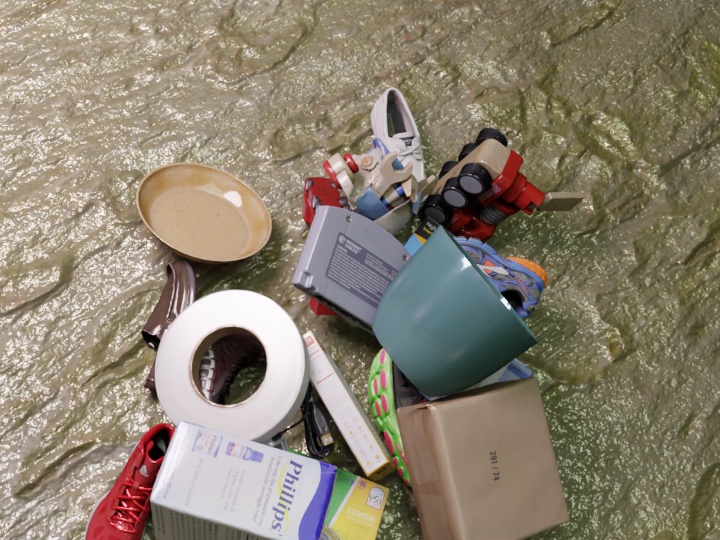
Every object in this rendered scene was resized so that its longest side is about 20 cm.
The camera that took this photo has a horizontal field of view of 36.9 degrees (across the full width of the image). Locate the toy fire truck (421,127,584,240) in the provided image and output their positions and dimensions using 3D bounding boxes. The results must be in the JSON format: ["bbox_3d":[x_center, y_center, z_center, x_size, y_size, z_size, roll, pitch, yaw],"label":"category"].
[{"bbox_3d":[0.223,-0.109,1.644,0.199,0.176,0.130,35,59,-10],"label":"toy fire truck"}]

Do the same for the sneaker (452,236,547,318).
[{"bbox_3d":[0.179,0.010,1.565,0.197,0.076,0.080,16,61,-8],"label":"sneaker"}]

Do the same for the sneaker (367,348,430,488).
[{"bbox_3d":[0.069,0.202,1.500,0.083,0.077,0.203,-16,83,-28],"label":"sneaker"}]

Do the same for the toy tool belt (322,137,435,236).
[{"bbox_3d":[0.034,-0.137,1.567,0.122,0.200,0.126,-35,58,5],"label":"toy tool belt"}]

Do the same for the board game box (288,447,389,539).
[{"bbox_3d":[-0.061,0.354,1.402,0.151,0.040,0.202,22,60,-5],"label":"board game box"}]

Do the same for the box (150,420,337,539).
[{"bbox_3d":[-0.140,0.285,1.288,0.197,0.185,0.106,17,59,1],"label":"box"}]

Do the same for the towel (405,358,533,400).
[{"bbox_3d":[0.130,0.145,1.534,0.199,0.024,0.148,36,90,3],"label":"towel"}]

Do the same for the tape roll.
[{"bbox_3d":[-0.164,0.125,1.377,0.199,0.037,0.207,-2,72,8],"label":"tape roll"}]

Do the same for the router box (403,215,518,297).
[{"bbox_3d":[0.135,0.035,1.609,0.199,0.051,0.150,37,59,3],"label":"router box"}]

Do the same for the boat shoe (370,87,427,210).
[{"bbox_3d":[0.067,-0.193,1.693,0.071,0.066,0.203,-2,65,-18],"label":"boat shoe"}]

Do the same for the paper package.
[{"bbox_3d":[0.163,0.259,1.434,0.188,0.103,0.204,-11,86,-30],"label":"paper package"}]

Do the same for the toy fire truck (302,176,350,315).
[{"bbox_3d":[-0.052,-0.038,1.561,0.048,0.143,0.201,3,25,-15],"label":"toy fire truck"}]

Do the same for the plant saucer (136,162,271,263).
[{"bbox_3d":[-0.225,-0.074,1.539,0.197,0.036,0.202,16,41,-14],"label":"plant saucer"}]

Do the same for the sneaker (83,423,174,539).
[{"bbox_3d":[-0.285,0.275,1.330,0.077,0.116,0.202,20,59,-5],"label":"sneaker"}]

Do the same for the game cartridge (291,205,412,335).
[{"bbox_3d":[0.000,0.000,1.487,0.199,0.041,0.135,33,71,-36],"label":"game cartridge"}]

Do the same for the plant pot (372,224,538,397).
[{"bbox_3d":[0.113,0.070,1.433,0.161,0.200,0.201,-41,79,6],"label":"plant pot"}]

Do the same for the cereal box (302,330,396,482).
[{"bbox_3d":[-0.021,0.184,1.439,0.039,0.144,0.202,-32,74,-2],"label":"cereal box"}]

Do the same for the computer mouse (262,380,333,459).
[{"bbox_3d":[-0.132,0.228,1.407,0.198,0.044,0.111,-29,86,7],"label":"computer mouse"}]

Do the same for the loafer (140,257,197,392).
[{"bbox_3d":[-0.261,0.074,1.460,0.070,0.073,0.203,5,63,-13],"label":"loafer"}]

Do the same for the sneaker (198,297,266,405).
[{"bbox_3d":[-0.168,0.132,1.461,0.113,0.076,0.203,6,63,-17],"label":"sneaker"}]
